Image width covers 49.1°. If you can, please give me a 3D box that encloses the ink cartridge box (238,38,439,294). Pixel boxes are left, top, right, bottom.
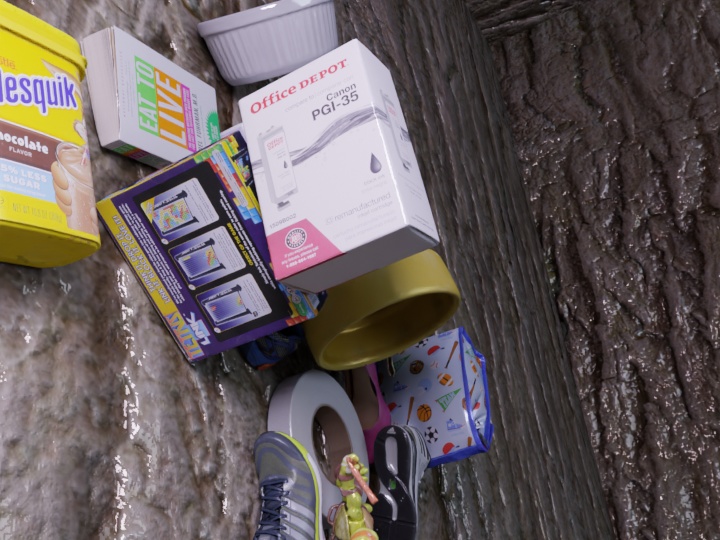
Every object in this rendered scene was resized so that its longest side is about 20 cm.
[{"bbox_3d":[-0.026,-0.098,0.768,0.083,0.146,0.201,23,48,-61],"label":"ink cartridge box"}]

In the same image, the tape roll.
[{"bbox_3d":[-0.051,0.230,1.022,0.203,0.037,0.203,50,29,-42],"label":"tape roll"}]

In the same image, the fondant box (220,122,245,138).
[{"bbox_3d":[-0.118,-0.119,1.125,0.201,0.058,0.144,65,24,-10],"label":"fondant box"}]

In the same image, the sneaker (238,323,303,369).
[{"bbox_3d":[-0.132,0.025,0.946,0.200,0.078,0.075,59,24,-26],"label":"sneaker"}]

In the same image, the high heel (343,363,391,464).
[{"bbox_3d":[-0.006,0.175,1.116,0.096,0.067,0.201,10,75,-61],"label":"high heel"}]

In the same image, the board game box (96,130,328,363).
[{"bbox_3d":[-0.152,-0.019,0.820,0.201,0.165,0.057,63,23,-17],"label":"board game box"}]

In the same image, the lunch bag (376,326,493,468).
[{"bbox_3d":[0.114,0.216,1.243,0.124,0.169,0.201,49,29,-40],"label":"lunch bag"}]

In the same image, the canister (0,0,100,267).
[{"bbox_3d":[-0.298,-0.113,0.671,0.148,0.086,0.201,17,58,-63],"label":"canister"}]

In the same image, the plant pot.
[{"bbox_3d":[0.000,0.000,1.014,0.201,0.200,0.189,23,38,-61],"label":"plant pot"}]

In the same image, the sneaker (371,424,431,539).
[{"bbox_3d":[0.068,0.318,1.117,0.115,0.075,0.202,12,80,-61],"label":"sneaker"}]

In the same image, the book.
[{"bbox_3d":[-0.236,-0.183,0.933,0.200,0.048,0.134,17,60,-65],"label":"book"}]

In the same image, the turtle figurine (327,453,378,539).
[{"bbox_3d":[-0.002,0.291,0.888,0.161,0.064,0.201,-141,-148,-82],"label":"turtle figurine"}]

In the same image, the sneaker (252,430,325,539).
[{"bbox_3d":[-0.083,0.276,0.867,0.081,0.074,0.201,9,61,-61],"label":"sneaker"}]

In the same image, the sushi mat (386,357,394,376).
[{"bbox_3d":[0.041,0.090,1.211,0.200,0.012,0.096,-86,172,-81],"label":"sushi mat"}]

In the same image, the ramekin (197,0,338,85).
[{"bbox_3d":[-0.123,-0.330,1.123,0.202,0.201,0.095,-56,134,-63],"label":"ramekin"}]
